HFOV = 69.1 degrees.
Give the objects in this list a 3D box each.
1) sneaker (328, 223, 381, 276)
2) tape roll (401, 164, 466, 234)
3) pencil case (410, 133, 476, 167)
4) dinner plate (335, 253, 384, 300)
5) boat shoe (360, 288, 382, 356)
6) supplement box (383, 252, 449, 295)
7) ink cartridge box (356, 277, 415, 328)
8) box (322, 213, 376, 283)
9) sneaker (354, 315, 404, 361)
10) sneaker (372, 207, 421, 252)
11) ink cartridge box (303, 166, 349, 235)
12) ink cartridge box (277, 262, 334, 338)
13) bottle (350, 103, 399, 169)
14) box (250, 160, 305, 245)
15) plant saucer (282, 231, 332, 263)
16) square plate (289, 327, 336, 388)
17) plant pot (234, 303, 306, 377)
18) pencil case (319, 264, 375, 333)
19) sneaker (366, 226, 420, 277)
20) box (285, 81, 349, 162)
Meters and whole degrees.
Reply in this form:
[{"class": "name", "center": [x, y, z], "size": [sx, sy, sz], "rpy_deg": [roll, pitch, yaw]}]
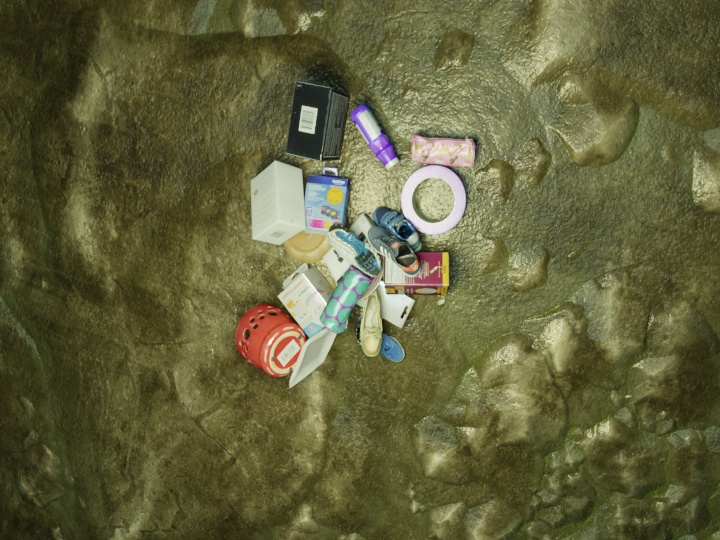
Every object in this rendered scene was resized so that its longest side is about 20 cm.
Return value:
[{"class": "sneaker", "center": [-0.019, -0.052, 1.571], "size": [0.199, 0.087, 0.075], "rpy_deg": [43, 64, 9]}, {"class": "tape roll", "center": [0.224, -0.217, 1.594], "size": [0.194, 0.066, 0.207], "rpy_deg": [3, 102, 12]}, {"class": "pencil case", "center": [0.245, -0.357, 1.550], "size": [0.194, 0.083, 0.089], "rpy_deg": [6, 103, 13]}, {"class": "dinner plate", "center": [0.000, 0.000, 1.666], "size": [0.196, 0.024, 0.206], "rpy_deg": [-17, 61, 33]}, {"class": "boat shoe", "center": [0.034, 0.162, 1.628], "size": [0.071, 0.063, 0.207], "rpy_deg": [4, 77, 7]}, {"class": "supplement box", "center": [0.171, 0.011, 1.597], "size": [0.193, 0.131, 0.107], "rpy_deg": [0, 76, 8]}, {"class": "ink cartridge box", "center": [0.073, 0.089, 1.703], "size": [0.196, 0.050, 0.111], "rpy_deg": [29, 106, 5]}, {"class": "box", "center": [-0.019, -0.063, 1.653], "size": [0.200, 0.060, 0.118], "rpy_deg": [-47, 50, 14]}, {"class": "sneaker", "center": [0.058, 0.236, 1.704], "size": [0.200, 0.111, 0.077], "rpy_deg": [45, 108, 1]}, {"class": "sneaker", "center": [0.111, -0.138, 1.602], "size": [0.074, 0.083, 0.199], "rpy_deg": [-44, 62, -8]}, {"class": "ink cartridge box", "center": [-0.107, -0.217, 1.641], "size": [0.132, 0.076, 0.207], "rpy_deg": [6, 81, 5]}, {"class": "ink cartridge box", "center": [-0.168, 0.091, 1.720], "size": [0.128, 0.125, 0.201], "rpy_deg": [-39, 92, 18]}, {"class": "bottle", "center": [0.047, -0.404, 1.586], "size": [0.064, 0.083, 0.203], "rpy_deg": [-32, 92, 17]}, {"class": "box", "center": [-0.258, -0.207, 1.622], "size": [0.150, 0.104, 0.206], "rpy_deg": [-23, 65, 44]}, {"class": "plant saucer", "center": [-0.171, -0.127, 1.696], "size": [0.194, 0.035, 0.207], "rpy_deg": [0, 87, 9]}, {"class": "square plate", "center": [-0.151, 0.264, 1.699], "size": [0.028, 0.199, 0.201], "rpy_deg": [35, 122, 17]}, {"class": "plant pot", "center": [-0.286, 0.231, 1.707], "size": [0.180, 0.197, 0.207], "rpy_deg": [21, 110, 47]}, {"class": "pencil case", "center": [-0.042, 0.088, 1.594], "size": [0.091, 0.085, 0.203], "rpy_deg": [29, 98, -13]}, {"class": "sneaker", "center": [0.097, -0.069, 1.515], "size": [0.199, 0.085, 0.075], "rpy_deg": [39, 80, 17]}, {"class": "box", "center": [-0.125, -0.438, 1.560], "size": [0.120, 0.198, 0.206], "rpy_deg": [14, 105, 12]}]
